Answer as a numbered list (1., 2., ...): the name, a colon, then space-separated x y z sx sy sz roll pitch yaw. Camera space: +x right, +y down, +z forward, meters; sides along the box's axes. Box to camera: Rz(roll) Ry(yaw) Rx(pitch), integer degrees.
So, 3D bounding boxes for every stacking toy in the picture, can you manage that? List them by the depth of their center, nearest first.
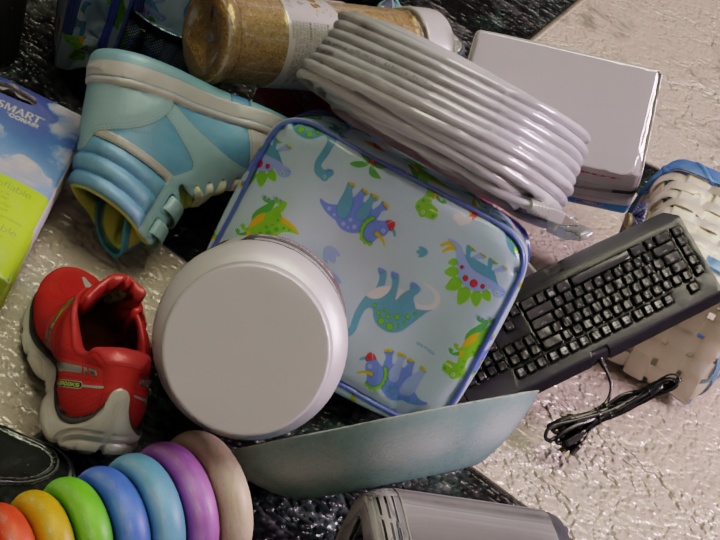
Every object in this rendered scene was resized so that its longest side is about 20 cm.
1. stacking toy: -0.159 0.148 1.054 0.198 0.086 0.086 -12 50 -36

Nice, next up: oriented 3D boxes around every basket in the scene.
1. basket: 0.267 -0.015 1.489 0.138 0.177 0.200 32 44 11

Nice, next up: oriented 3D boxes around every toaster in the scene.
1. toaster: 0.053 0.202 1.098 0.128 0.114 0.201 14 37 -18

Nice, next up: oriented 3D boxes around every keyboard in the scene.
1. keyboard: 0.163 0.050 1.359 0.198 0.021 0.128 -26 77 -7

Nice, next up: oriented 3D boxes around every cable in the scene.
1. cable: 0.056 -0.104 1.294 0.199 0.070 0.200 29 1 -29

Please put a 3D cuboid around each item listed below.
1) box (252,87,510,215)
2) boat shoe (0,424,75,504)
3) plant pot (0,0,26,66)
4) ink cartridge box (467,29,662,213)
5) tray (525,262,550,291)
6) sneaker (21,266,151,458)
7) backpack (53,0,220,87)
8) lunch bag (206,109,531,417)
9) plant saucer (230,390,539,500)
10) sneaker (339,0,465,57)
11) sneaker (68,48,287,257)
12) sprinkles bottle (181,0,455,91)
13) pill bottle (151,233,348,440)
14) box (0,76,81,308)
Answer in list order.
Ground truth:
1. box: 0.005 -0.069 1.436 0.099 0.096 0.200 -5 46 -42
2. boat shoe: -0.244 0.093 1.059 0.197 0.068 0.074 13 36 -24
3. plant pot: -0.341 -0.246 1.339 0.199 0.178 0.200 36 35 11
4. ink cartridge box: 0.149 -0.110 1.489 0.143 0.085 0.200 13 -5 5
5. tray: 0.090 -0.026 1.473 0.200 0.022 0.108 53 -1 31
6. sneaker: -0.154 0.037 1.168 0.076 0.086 0.200 13 19 -22
7. backpack: -0.143 -0.224 1.436 0.146 0.201 0.184 20 35 -13
8. lunch bag: 0.000 0.000 1.287 0.199 0.162 0.082 27 10 2
9. plant saucer: 0.013 0.109 1.163 0.200 0.200 0.039 -8 84 -42
10. sneaker: 0.018 -0.195 1.620 0.198 0.087 0.078 -3 45 -39
11. sneaker: -0.116 -0.059 1.336 0.199 0.132 0.079 21 -10 -31
12. sprinkles bottle: -0.027 -0.160 1.381 0.198 0.069 0.068 0 43 -36
13. pill bottle: -0.064 0.039 1.152 0.115 0.117 0.200 28 2 -2
14. box: -0.260 -0.059 1.267 0.121 0.048 0.201 25 33 -7
